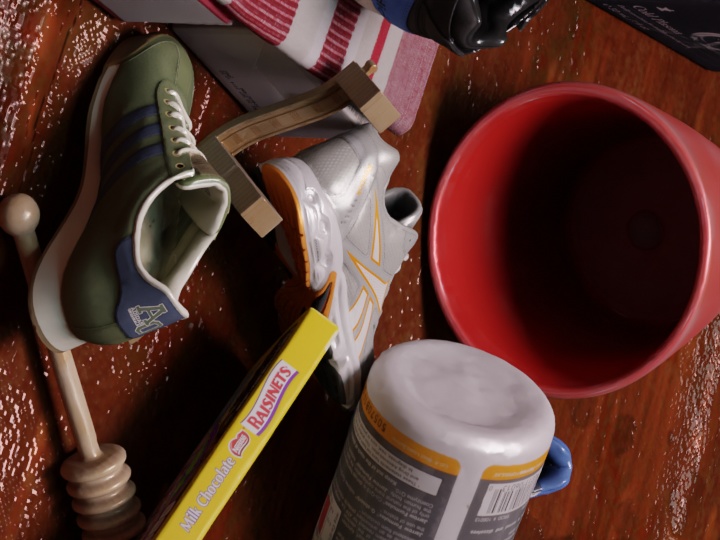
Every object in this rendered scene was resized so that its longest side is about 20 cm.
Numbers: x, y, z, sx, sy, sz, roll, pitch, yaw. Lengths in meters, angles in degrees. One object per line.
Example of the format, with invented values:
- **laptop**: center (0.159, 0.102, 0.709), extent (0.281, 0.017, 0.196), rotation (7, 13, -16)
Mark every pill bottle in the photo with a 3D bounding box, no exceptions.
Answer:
- **pill bottle**: center (0.033, 0.151, 1.547), extent (0.116, 0.116, 0.201), rotation (-19, 136, -51)

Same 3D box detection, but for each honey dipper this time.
- **honey dipper**: center (-0.158, 0.052, 1.391), extent (0.038, 0.038, 0.201), rotation (-35, 118, -46)

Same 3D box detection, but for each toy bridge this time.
- **toy bridge**: center (-0.068, -0.048, 1.424), extent (0.200, 0.067, 0.027), rotation (-41, 137, 1)

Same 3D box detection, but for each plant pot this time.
- **plant pot**: center (0.166, -0.023, 1.709), extent (0.177, 0.200, 0.202), rotation (-8, 101, -63)

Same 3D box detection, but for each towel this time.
- **towel**: center (-0.011, -0.178, 1.433), extent (0.200, 0.023, 0.145), rotation (32, 71, -50)

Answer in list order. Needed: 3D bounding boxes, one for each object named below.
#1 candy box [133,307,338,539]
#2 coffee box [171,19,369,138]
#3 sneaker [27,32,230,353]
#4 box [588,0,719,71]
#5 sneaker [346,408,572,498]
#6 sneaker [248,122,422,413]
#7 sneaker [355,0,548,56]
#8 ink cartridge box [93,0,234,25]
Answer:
- **candy box**: center (-0.085, 0.115, 1.448), extent (0.026, 0.102, 0.200), rotation (36, 56, -3)
- **coffee box**: center (-0.015, -0.190, 1.512), extent (0.113, 0.080, 0.201), rotation (45, 59, -45)
- **sneaker**: center (-0.103, -0.044, 1.377), extent (0.067, 0.089, 0.201), rotation (53, 42, -43)
- **box**: center (0.297, -0.217, 1.839), extent (0.200, 0.196, 0.125), rotation (19, 79, -52)
- **sneaker**: center (0.067, 0.112, 1.660), extent (0.200, 0.085, 0.077), rotation (8, 88, -53)
- **sneaker**: center (0.000, 0.000, 1.514), extent (0.092, 0.076, 0.200), rotation (-29, 141, -18)
- **sneaker**: center (0.089, -0.205, 1.400), extent (0.200, 0.111, 0.077), rotation (-52, 143, -3)
- **ink cartridge box**: center (-0.108, -0.251, 1.374), extent (0.145, 0.083, 0.201), rotation (36, 65, -50)
